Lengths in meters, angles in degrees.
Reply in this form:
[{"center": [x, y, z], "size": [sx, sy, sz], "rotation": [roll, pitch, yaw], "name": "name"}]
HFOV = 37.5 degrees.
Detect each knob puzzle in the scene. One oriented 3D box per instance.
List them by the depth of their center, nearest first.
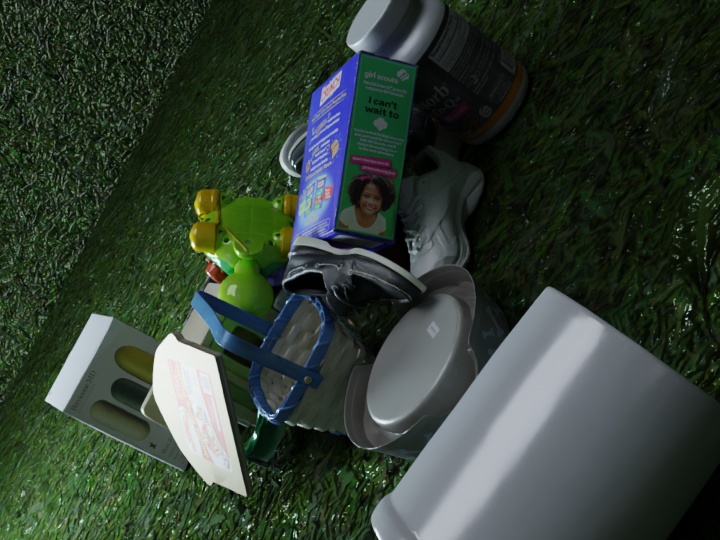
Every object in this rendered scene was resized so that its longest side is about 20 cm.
[{"center": [-0.193, 0.164, 1.277], "size": [0.030, 0.220, 0.219], "rotation": [-22, 1, -33], "name": "knob puzzle"}]

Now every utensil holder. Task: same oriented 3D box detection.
[{"center": [0.132, 0.137, 0.711], "size": [0.200, 0.170, 0.170], "rotation": [-54, 23, 3], "name": "utensil holder"}]

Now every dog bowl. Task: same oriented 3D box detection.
[{"center": [0.066, 0.095, 1.037], "size": [0.200, 0.059, 0.200], "rotation": [-44, 27, 29], "name": "dog bowl"}]

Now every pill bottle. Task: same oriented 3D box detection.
[{"center": [0.090, -0.244, 1.238], "size": [0.116, 0.200, 0.117], "rotation": [-46, 25, 28], "name": "pill bottle"}]

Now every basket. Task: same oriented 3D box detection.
[{"center": [-0.084, 0.088, 1.166], "size": [0.139, 0.200, 0.176], "rotation": [-64, 25, 7], "name": "basket"}]

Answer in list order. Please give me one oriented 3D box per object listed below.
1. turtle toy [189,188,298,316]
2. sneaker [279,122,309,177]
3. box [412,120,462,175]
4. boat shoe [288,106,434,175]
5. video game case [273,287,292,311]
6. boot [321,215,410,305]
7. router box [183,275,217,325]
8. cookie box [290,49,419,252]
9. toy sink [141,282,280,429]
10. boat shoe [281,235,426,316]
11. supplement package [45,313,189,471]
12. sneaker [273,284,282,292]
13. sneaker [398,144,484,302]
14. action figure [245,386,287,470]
[{"center": [-0.142, -0.021, 1.334], "size": [0.200, 0.145, 0.101], "rotation": [-93, 8, -53], "name": "turtle toy"}, {"center": [-0.066, -0.165, 1.510], "size": [0.118, 0.074, 0.200], "rotation": [-45, 2, 45], "name": "sneaker"}, {"center": [0.094, -0.137, 1.300], "size": [0.039, 0.041, 0.200], "rotation": [-33, 34, 47], "name": "box"}, {"center": [-0.002, -0.152, 1.318], "size": [0.199, 0.073, 0.062], "rotation": [-17, 55, 21], "name": "boat shoe"}, {"center": [-0.044, -0.051, 1.404], "size": [0.182, 0.024, 0.200], "rotation": [-56, 4, 19], "name": "video game case"}, {"center": [0.000, 0.000, 1.293], "size": [0.146, 0.070, 0.200], "rotation": [-44, 22, 38], "name": "boot"}, {"center": [-0.215, 0.021, 1.661], "size": [0.158, 0.052, 0.200], "rotation": [-63, 8, -11], "name": "router box"}, {"center": [-0.010, -0.121, 1.188], "size": [0.171, 0.075, 0.201], "rotation": [162, 117, -69], "name": "cookie box"}, {"center": [-0.180, 0.135, 1.403], "size": [0.200, 0.130, 0.112], "rotation": [-62, 23, -11], "name": "toy sink"}, {"center": [-0.016, 0.015, 1.096], "size": [0.199, 0.075, 0.066], "rotation": [18, 71, 44], "name": "boat shoe"}, {"center": [-0.330, 0.177, 1.566], "size": [0.152, 0.200, 0.151], "rotation": [-63, 23, -12], "name": "supplement package"}, {"center": [-0.134, -0.014, 1.497], "size": [0.074, 0.087, 0.200], "rotation": [-17, 3, -1], "name": "sneaker"}, {"center": [0.069, -0.054, 1.166], "size": [0.078, 0.099, 0.200], "rotation": [-34, 32, 44], "name": "sneaker"}, {"center": [-0.086, 0.143, 1.296], "size": [0.118, 0.055, 0.201], "rotation": [-13, 54, 63], "name": "action figure"}]
